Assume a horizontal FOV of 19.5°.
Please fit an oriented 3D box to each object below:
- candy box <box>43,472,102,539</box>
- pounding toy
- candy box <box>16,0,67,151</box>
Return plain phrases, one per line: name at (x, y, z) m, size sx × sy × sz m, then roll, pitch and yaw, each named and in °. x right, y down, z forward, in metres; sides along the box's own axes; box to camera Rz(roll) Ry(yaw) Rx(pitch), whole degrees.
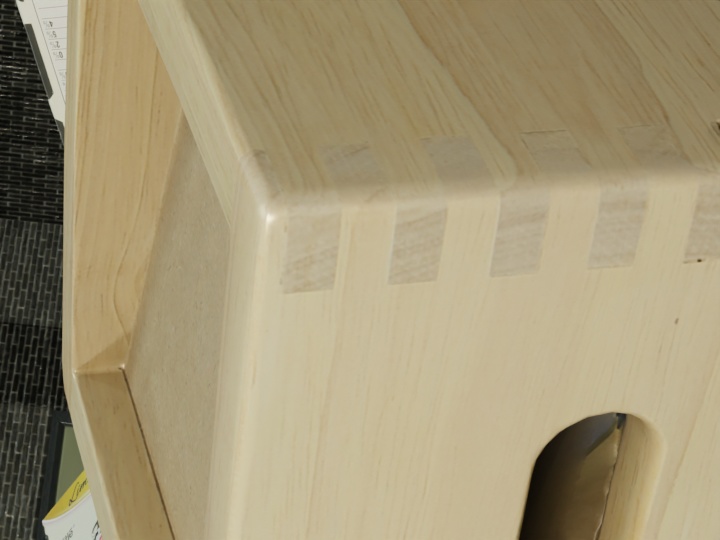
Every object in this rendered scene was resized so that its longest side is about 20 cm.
candy box at (-0.094, 0.167, 1.068) m, size 0.136 × 0.061 × 0.200 m, roll -50°, pitch 36°, yaw 26°
pounding toy at (0.017, 0.014, 0.446) m, size 0.184 × 0.142 × 0.200 m, roll -115°, pitch 26°, yaw -50°
candy box at (-0.092, -0.149, 0.818) m, size 0.137 × 0.061 × 0.200 m, roll -72°, pitch -26°, yaw -53°
